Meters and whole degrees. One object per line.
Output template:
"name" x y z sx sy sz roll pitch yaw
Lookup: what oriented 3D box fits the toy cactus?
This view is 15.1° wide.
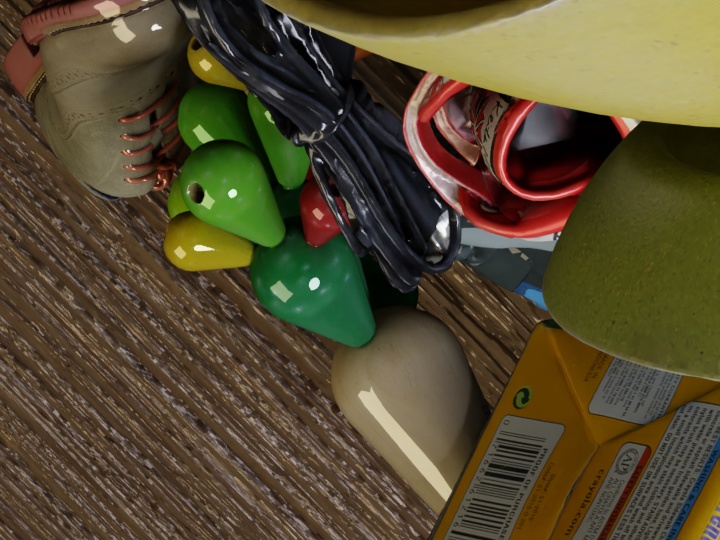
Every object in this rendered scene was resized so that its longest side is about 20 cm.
"toy cactus" 0.000 0.000 0.904 0.165 0.102 0.200 56 177 11

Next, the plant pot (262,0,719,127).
"plant pot" 0.084 -0.106 0.497 0.142 0.201 0.199 27 173 -40

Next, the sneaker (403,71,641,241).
"sneaker" 0.038 -0.065 0.715 0.201 0.108 0.067 11 135 53

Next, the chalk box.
"chalk box" 0.130 0.122 0.857 0.200 0.125 0.124 37 164 -29

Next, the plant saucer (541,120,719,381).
"plant saucer" 0.133 -0.023 0.546 0.199 0.199 0.031 12 117 54

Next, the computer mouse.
"computer mouse" -0.026 -0.096 0.795 0.139 0.053 0.200 51 -172 -43

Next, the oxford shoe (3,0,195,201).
"oxford shoe" -0.077 -0.068 0.956 0.075 0.070 0.200 64 169 -1

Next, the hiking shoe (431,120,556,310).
"hiking shoe" 0.094 -0.022 0.782 0.086 0.075 0.200 31 168 -27
